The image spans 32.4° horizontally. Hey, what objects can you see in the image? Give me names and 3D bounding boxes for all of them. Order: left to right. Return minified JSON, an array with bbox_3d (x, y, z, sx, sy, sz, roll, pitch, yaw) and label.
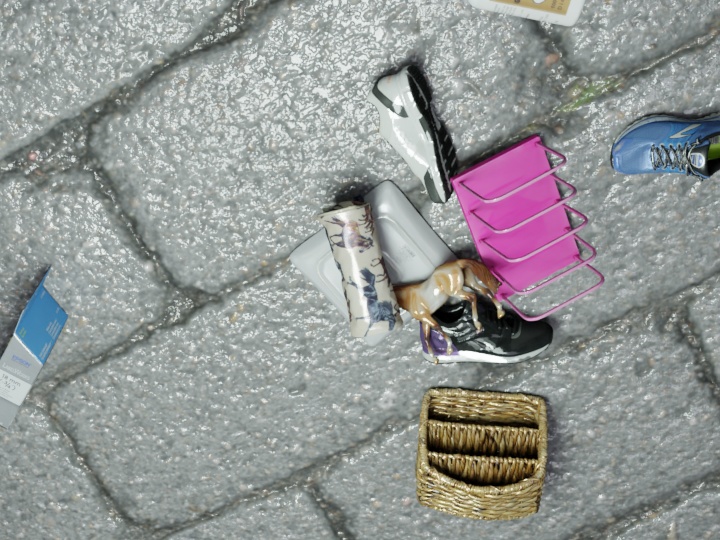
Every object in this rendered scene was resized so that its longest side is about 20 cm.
[{"bbox_3d":[-0.493,0.115,1.848,0.063,0.145,0.201,28,116,-11],"label":"label tape box"},{"bbox_3d":[0.000,0.000,1.749,0.077,0.089,0.203,-19,102,-12],"label":"pencil case"},{"bbox_3d":[0.028,-0.001,1.819,0.199,0.032,0.200,-36,109,19],"label":"plate"},{"bbox_3d":[0.074,-0.182,1.711,0.079,0.074,0.202,-12,113,27],"label":"sneaker"},{"bbox_3d":[0.121,0.043,1.773,0.199,0.050,0.133,-39,79,30],"label":"horse figurine"},{"bbox_3d":[0.183,0.281,1.890,0.197,0.143,0.151,6,118,0],"label":"basket"},{"bbox_3d":[0.184,0.084,1.824,0.197,0.076,0.089,-5,120,7],"label":"sneaker"},{"bbox_3d":[0.187,-0.383,1.565,0.197,0.115,0.116,10,118,-2],"label":"pill bottle"},{"bbox_3d":[0.236,-0.054,1.703,0.138,0.125,0.202,-27,114,-7],"label":"file sorter"},{"bbox_3d":[0.436,-0.166,1.674,0.197,0.089,0.080,-11,115,9],"label":"sneaker"}]
